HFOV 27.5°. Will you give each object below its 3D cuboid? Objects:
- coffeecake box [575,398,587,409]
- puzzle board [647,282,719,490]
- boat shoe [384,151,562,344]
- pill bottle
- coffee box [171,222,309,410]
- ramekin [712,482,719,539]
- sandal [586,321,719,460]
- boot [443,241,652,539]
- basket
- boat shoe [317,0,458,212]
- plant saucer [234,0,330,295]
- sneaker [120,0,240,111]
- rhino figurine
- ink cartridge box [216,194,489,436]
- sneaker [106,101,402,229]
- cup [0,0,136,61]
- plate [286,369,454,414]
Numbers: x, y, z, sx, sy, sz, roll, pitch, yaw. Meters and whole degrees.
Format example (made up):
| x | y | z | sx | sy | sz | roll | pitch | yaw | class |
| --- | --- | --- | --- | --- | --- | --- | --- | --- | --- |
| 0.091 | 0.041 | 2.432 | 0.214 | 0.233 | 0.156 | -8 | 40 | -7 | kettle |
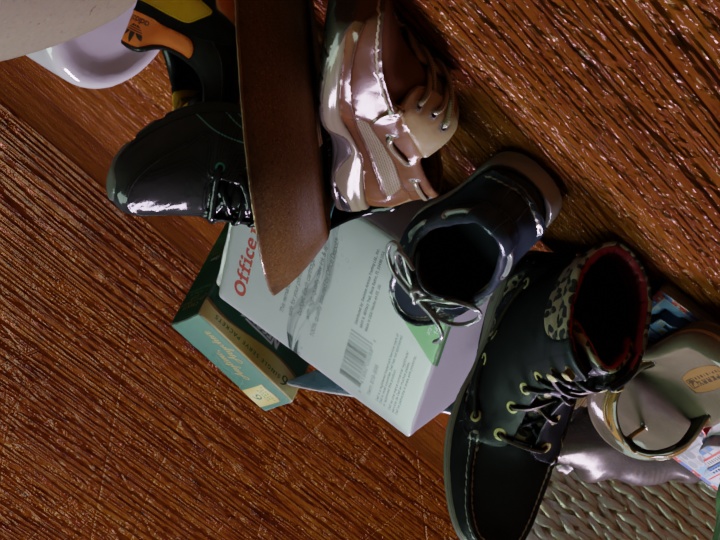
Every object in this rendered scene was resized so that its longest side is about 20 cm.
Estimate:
| x | y | z | sx | sy | sz | roll | pitch | yaw | class |
| --- | --- | --- | --- | --- | --- | --- | --- | --- | --- |
| 0.094 | 0.051 | 1.251 | 0.199 | 0.073 | 0.153 | 39 | 173 | -8 | coffeecake box |
| 0.221 | 0.089 | 0.955 | 0.150 | 0.017 | 0.200 | 37 | 160 | 5 | puzzle board |
| 0.057 | -0.004 | 0.912 | 0.075 | 0.062 | 0.200 | 47 | 151 | -3 | boat shoe |
| -0.226 | -0.213 | 1.008 | 0.199 | 0.115 | 0.114 | 32 | 171 | 34 | pill bottle |
| -0.073 | 0.006 | 1.280 | 0.044 | 0.201 | 0.123 | -18 | 124 | 43 | coffee box |
| 0.313 | 0.215 | 0.947 | 0.198 | 0.099 | 0.200 | 22 | 163 | 7 | ramekin |
| 0.185 | 0.086 | 0.907 | 0.080 | 0.054 | 0.200 | 38 | 159 | 0 | sandal |
| 0.114 | 0.080 | 0.918 | 0.072 | 0.207 | 0.154 | 15 | 172 | -11 | boot |
| 0.222 | 0.213 | 1.302 | 0.199 | 0.161 | 0.198 | 39 | 173 | -2 | basket |
| 0.018 | -0.097 | 0.799 | 0.073 | 0.077 | 0.200 | 4 | 158 | 5 | boat shoe |
| -0.039 | -0.089 | 0.809 | 0.035 | 0.203 | 0.200 | -4 | 168 | 2 | plant saucer |
| -0.084 | -0.126 | 0.964 | 0.070 | 0.090 | 0.200 | 30 | 169 | 40 | sneaker |
| 0.179 | 0.129 | 1.096 | 0.197 | 0.061 | 0.087 | 3 | 176 | -18 | rhino figurine |
| 0.000 | 0.000 | 1.088 | 0.199 | 0.083 | 0.148 | 35 | 128 | 23 | ink cartridge box |
| -0.060 | -0.061 | 0.930 | 0.076 | 0.197 | 0.080 | 101 | 150 | -45 | sneaker |
| -0.186 | -0.195 | 0.773 | 0.142 | 0.203 | 0.199 | 5 | -163 | -43 | cup |
| 0.038 | 0.098 | 1.198 | 0.197 | 0.026 | 0.200 | 9 | 175 | 1 | plate |
